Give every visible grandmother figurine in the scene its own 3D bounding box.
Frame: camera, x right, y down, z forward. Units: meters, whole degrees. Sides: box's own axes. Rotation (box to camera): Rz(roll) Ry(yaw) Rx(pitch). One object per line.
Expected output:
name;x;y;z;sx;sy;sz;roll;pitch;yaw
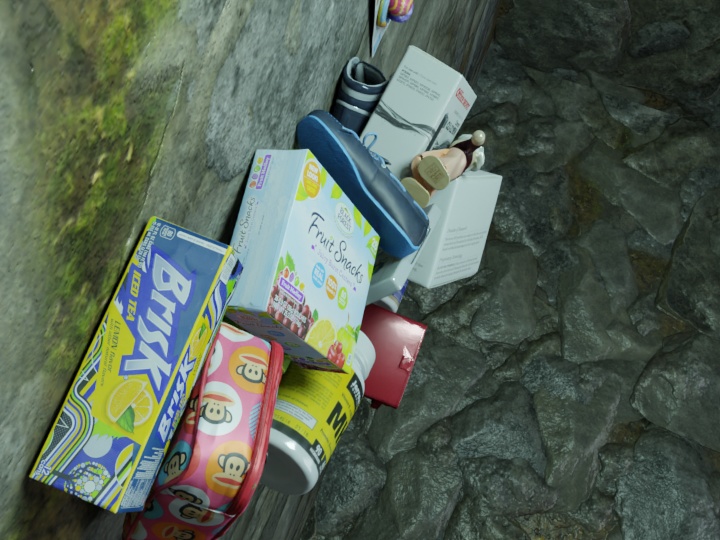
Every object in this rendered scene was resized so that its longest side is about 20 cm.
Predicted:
grandmother figurine;0.116;-0.139;1.006;0.121;0.061;0.200;-33;-177;29

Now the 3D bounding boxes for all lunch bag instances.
lunch bag;-0.138;0.140;0.679;0.200;0.081;0.177;-49;-153;45

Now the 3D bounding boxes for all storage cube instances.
storage cube;0.014;0.170;1.610;0.171;0.178;0.202;127;-14;-81

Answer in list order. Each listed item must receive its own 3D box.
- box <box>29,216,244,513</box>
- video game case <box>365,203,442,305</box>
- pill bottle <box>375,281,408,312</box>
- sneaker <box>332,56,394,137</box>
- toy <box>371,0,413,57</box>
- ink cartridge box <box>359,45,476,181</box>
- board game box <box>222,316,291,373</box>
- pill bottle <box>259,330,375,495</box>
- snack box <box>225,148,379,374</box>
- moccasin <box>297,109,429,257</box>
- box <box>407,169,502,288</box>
box;-0.158;0.068;0.573;0.064;0.069;0.202;90;20;-75
video game case;0.000;0.000;1.014;0.199;0.024;0.182;-25;-159;36
pill bottle;0.061;-0.007;1.819;0.120;0.119;0.201;93;18;-66
sneaker;0.016;-0.237;1.062;0.200;0.070;0.109;-52;162;-60
toy;0.054;-0.382;1.051;0.200;0.047;0.116;83;29;-73
ink cartridge box;0.064;-0.175;1.029;0.201;0.083;0.144;-61;167;9
board game box;-0.085;0.007;0.889;0.201;0.047;0.102;-64;143;-41
pill bottle;-0.063;0.160;0.953;0.115;0.113;0.201;102;16;-48
snack box;-0.057;-0.003;0.807;0.200;0.067;0.170;49;49;-58
moccasin;0.004;-0.106;0.912;0.080;0.201;0.068;-18;-157;50
box;0.083;-0.093;1.220;0.199;0.198;0.173;-13;120;-59
